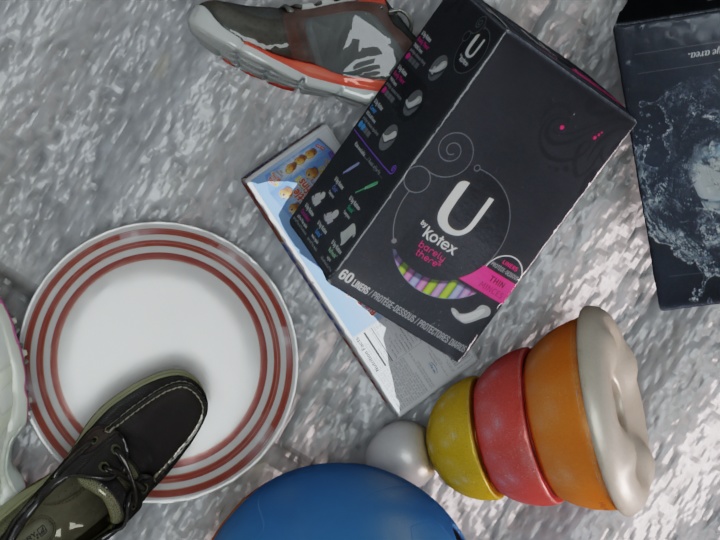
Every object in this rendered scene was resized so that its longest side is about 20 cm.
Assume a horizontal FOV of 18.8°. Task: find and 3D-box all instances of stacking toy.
[{"bbox_3d":[0.096,0.113,1.512,0.198,0.146,0.147,-13,99,15],"label":"stacking toy"}]

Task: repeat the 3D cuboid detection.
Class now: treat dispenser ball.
[{"bbox_3d":[-0.016,0.231,1.473,0.199,0.201,0.203,0,99,-2],"label":"treat dispenser ball"}]

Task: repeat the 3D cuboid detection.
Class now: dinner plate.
[{"bbox_3d":[-0.142,0.064,1.533,0.198,0.024,0.202,0,99,-2],"label":"dinner plate"}]

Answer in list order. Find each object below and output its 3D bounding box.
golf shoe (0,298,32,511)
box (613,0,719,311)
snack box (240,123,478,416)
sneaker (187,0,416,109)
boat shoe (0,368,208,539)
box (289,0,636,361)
[{"bbox_3d":[-0.277,0.110,1.494,0.091,0.075,0.202,-7,99,-38],"label":"golf shoe"},{"bbox_3d":[0.284,-0.093,1.450,0.195,0.117,0.202,-8,105,15],"label":"box"},{"bbox_3d":[0.000,0.000,1.523,0.072,0.024,0.201,-34,99,-7],"label":"snack box"},{"bbox_3d":[-0.020,-0.160,1.487,0.198,0.077,0.083,17,88,-15],"label":"sneaker"},{"bbox_3d":[-0.177,0.150,1.483,0.200,0.065,0.073,-44,114,-8],"label":"boat shoe"},{"bbox_3d":[0.065,-0.064,1.432,0.122,0.106,0.201,30,101,-27],"label":"box"}]
